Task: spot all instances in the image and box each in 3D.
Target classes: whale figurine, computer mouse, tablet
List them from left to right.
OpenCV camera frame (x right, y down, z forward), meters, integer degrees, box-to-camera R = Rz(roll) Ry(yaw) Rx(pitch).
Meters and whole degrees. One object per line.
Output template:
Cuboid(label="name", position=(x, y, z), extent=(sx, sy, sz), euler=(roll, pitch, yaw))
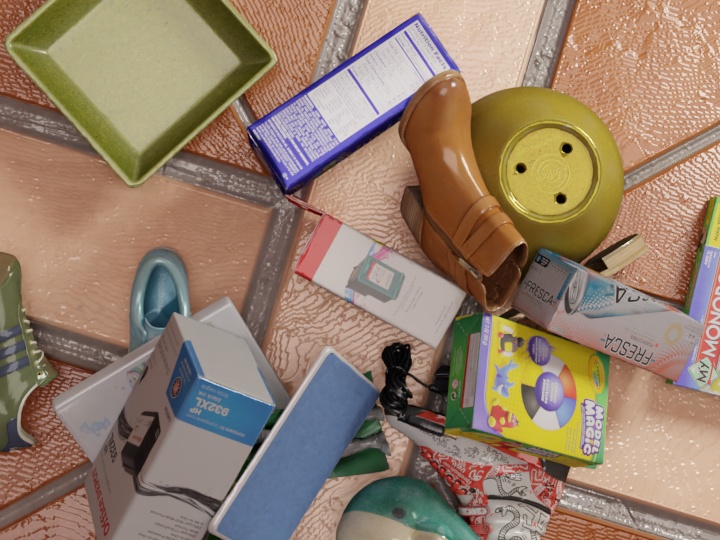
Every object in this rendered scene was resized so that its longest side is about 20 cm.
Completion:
Cuboid(label="tablet", position=(-0.060, 0.175, 1.339), extent=(0.014, 0.130, 0.200), euler=(27, 80, 33))
Cuboid(label="whale figurine", position=(0.078, 0.272, 1.408), extent=(0.200, 0.159, 0.104), euler=(21, 62, 8))
Cuboid(label="computer mouse", position=(0.113, 0.129, 1.406), extent=(0.200, 0.140, 0.046), euler=(24, 113, -2))

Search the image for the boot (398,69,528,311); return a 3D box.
Cuboid(label="boot", position=(0.102, -0.072, 1.319), extent=(0.074, 0.200, 0.155), euler=(-21, 49, -20))

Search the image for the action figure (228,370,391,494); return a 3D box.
Cuboid(label="action figure", position=(-0.072, 0.182, 1.420), extent=(0.200, 0.055, 0.118), euler=(-15, 111, -9))

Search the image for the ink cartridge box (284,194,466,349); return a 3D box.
Cuboid(label="ink cartridge box", position=(0.000, 0.000, 1.416), extent=(0.200, 0.116, 0.067), euler=(29, 89, -1))

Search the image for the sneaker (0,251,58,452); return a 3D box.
Cuboid(label="sneaker", position=(-0.347, 0.086, 1.431), extent=(0.090, 0.067, 0.201), euler=(12, 89, -10))

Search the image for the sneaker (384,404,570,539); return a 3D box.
Cuboid(label="sneaker", position=(0.105, 0.211, 1.443), extent=(0.201, 0.067, 0.108), euler=(20, 86, -5))

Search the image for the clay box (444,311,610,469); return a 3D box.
Cuboid(label="clay box", position=(0.175, 0.121, 1.387), extent=(0.200, 0.048, 0.115), euler=(18, 70, -32))

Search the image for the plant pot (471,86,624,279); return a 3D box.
Cuboid(label="plant pot", position=(0.175, -0.092, 1.412), extent=(0.200, 0.142, 0.200), euler=(0, 89, -2))

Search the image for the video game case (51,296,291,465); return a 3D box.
Cuboid(label="video game case", position=(-0.174, 0.147, 1.414), extent=(0.200, 0.024, 0.182), euler=(-31, 119, -2))

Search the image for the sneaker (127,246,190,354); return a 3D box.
Cuboid(label="sneaker", position=(-0.203, 0.077, 1.423), extent=(0.074, 0.082, 0.200), euler=(-6, 91, -1))

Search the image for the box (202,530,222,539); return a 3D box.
Cuboid(label="box", position=(-0.087, 0.341, 1.379), extent=(0.200, 0.176, 0.097), euler=(28, 89, -1))

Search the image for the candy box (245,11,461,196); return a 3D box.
Cuboid(label="candy box", position=(-0.010, -0.158, 1.391), extent=(0.200, 0.169, 0.077), euler=(-34, 92, -3))

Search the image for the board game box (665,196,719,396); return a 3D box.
Cuboid(label="board game box", position=(0.406, 0.036, 1.477), extent=(0.134, 0.029, 0.200), euler=(13, 89, -3))

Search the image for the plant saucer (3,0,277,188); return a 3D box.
Cuboid(label="plant saucer", position=(-0.221, -0.218, 1.443), extent=(0.200, 0.048, 0.200), euler=(-42, 91, -3))

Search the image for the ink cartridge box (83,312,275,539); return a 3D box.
Cuboid(label="ink cartridge box", position=(-0.173, 0.163, 1.326), extent=(0.084, 0.145, 0.200), euler=(23, 104, -25))

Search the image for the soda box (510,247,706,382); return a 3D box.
Cuboid(label="soda box", position=(0.246, 0.046, 1.401), extent=(0.200, 0.064, 0.068), euler=(21, 98, -36))

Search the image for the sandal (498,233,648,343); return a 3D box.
Cuboid(label="sandal", position=(0.213, 0.045, 1.446), extent=(0.212, 0.078, 0.070), euler=(-31, 92, -9))
